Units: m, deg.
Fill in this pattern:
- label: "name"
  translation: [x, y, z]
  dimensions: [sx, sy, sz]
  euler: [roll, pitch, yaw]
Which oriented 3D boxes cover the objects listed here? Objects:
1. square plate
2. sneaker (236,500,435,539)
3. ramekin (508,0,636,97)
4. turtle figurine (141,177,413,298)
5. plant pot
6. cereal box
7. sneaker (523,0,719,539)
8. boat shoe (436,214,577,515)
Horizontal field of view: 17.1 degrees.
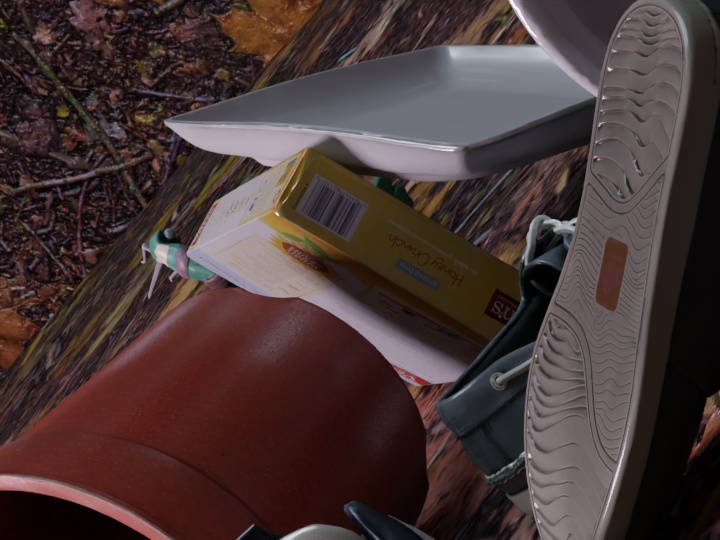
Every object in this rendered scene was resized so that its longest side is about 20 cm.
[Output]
- label: "square plate"
  translation: [0.044, -0.075, 1.124]
  dimensions: [0.200, 0.029, 0.198]
  euler: [-19, 18, -42]
- label: "sneaker"
  translation: [0.013, 0.112, 0.737]
  dimensions: [0.080, 0.129, 0.199]
  euler: [-50, 9, 10]
- label: "ramekin"
  translation: [0.141, -0.149, 0.910]
  dimensions: [0.201, 0.200, 0.098]
  euler: [-52, 1, 2]
- label: "turtle figurine"
  translation: [-0.055, -0.003, 1.629]
  dimensions: [0.149, 0.101, 0.200]
  euler: [-8, -20, -36]
- label: "plant pot"
  translation: [-0.072, 0.118, 1.002]
  dimensions: [0.201, 0.201, 0.195]
  euler: [-45, 3, 38]
- label: "cereal box"
  translation: [0.003, 0.003, 1.144]
  dimensions: [0.040, 0.144, 0.200]
  euler: [-62, 12, -11]
- label: "sneaker"
  translation: [0.124, 0.013, 0.793]
  dimensions: [0.075, 0.106, 0.201]
  euler: [-137, 55, -60]
- label: "boat shoe"
  translation: [0.093, 0.003, 0.959]
  dimensions: [0.200, 0.062, 0.073]
  euler: [-58, 11, -31]
